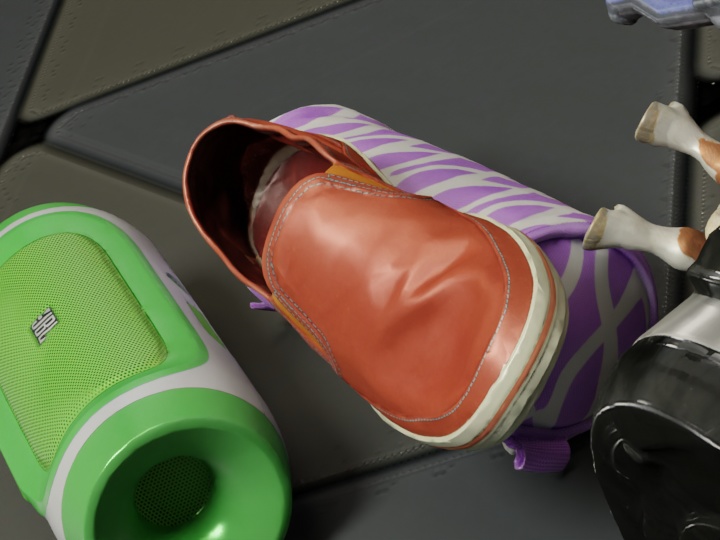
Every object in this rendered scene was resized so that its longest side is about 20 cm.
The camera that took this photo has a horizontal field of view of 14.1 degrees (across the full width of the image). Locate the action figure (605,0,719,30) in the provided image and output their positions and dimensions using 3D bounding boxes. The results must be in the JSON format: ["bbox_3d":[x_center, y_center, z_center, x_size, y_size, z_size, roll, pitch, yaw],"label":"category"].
[{"bbox_3d":[0.178,-0.115,0.872,0.200,0.104,0.194,9,81,53],"label":"action figure"}]

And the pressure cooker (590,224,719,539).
[{"bbox_3d":[0.178,0.036,0.728,0.200,0.179,0.176,-38,68,-13],"label":"pressure cooker"}]

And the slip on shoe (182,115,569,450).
[{"bbox_3d":[0.000,0.000,0.920,0.074,0.061,0.200,-63,34,8],"label":"slip on shoe"}]

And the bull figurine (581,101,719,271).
[{"bbox_3d":[0.149,-0.023,0.931,0.121,0.065,0.200,29,45,11],"label":"bull figurine"}]

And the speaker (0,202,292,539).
[{"bbox_3d":[-0.089,0.044,1.048,0.088,0.089,0.200,-33,29,-4],"label":"speaker"}]

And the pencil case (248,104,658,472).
[{"bbox_3d":[0.025,0.001,1.021,0.084,0.086,0.200,-2,17,-27],"label":"pencil case"}]
